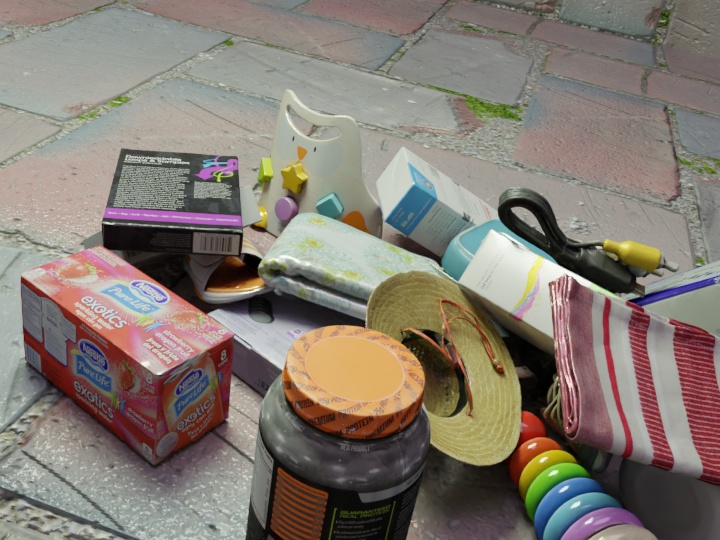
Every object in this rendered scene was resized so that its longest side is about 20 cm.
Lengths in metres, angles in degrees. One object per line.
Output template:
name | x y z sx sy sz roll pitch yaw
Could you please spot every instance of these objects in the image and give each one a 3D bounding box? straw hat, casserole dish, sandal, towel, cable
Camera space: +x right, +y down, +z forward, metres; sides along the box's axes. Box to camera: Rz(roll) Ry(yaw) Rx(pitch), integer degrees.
straw hat | 0.056 0.103 0.746 0.199 0.085 0.204 28 41 -27
casserole dish | 0.183 -0.002 0.946 0.120 0.039 0.199 -24 45 -28
sandal | -0.160 -0.016 0.906 0.078 0.061 0.206 -14 20 -25
towel | 0.242 0.093 0.664 0.197 0.023 0.146 20 51 -21
cable | 0.212 -0.024 0.809 0.198 0.097 0.051 30 57 -11
towel | 0.000 0.000 0.887 0.196 0.049 0.171 19 18 1

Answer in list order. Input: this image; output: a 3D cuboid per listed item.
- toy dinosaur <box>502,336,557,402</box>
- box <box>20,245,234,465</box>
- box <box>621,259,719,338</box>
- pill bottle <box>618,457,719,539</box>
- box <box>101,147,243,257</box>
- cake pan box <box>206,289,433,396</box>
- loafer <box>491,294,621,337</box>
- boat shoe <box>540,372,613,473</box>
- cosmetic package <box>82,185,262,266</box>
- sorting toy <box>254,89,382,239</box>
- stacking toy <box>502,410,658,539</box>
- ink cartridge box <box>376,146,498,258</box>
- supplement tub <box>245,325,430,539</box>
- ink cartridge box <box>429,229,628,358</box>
toy dinosaur | 0.196 0.101 0.875 0.195 0.048 0.089 -6 44 -15
box | -0.217 0.071 0.749 0.198 0.101 0.095 28 34 28
box | 0.360 0.057 0.862 0.198 0.183 0.107 -18 85 -41
pill bottle | 0.334 0.173 0.754 0.197 0.106 0.104 -17 40 -38
box | -0.203 -0.080 0.901 0.140 0.037 0.201 3 31 -12
cake pan box | -0.033 0.078 0.849 0.198 0.053 0.183 29 37 29
loafer | 0.213 0.060 0.962 0.196 0.063 0.073 -12 61 -13
boat shoe | 0.200 0.134 0.742 0.072 0.076 0.200 25 -6 15
cosmetic package | -0.219 -0.049 0.963 0.082 0.052 0.198 -19 3 46
sorting toy | -0.065 -0.132 1.058 0.198 0.183 0.106 28 34 29
stacking toy | 0.172 0.195 0.704 0.083 0.087 0.201 0 25 -17
ink cartridge box | 0.121 -0.066 1.081 0.198 0.067 0.117 31 24 -21
supplement tub | -0.018 0.150 0.581 0.120 0.204 0.123 8 30 -5
ink cartridge box | 0.175 0.031 0.810 0.199 0.068 0.117 32 -4 35
